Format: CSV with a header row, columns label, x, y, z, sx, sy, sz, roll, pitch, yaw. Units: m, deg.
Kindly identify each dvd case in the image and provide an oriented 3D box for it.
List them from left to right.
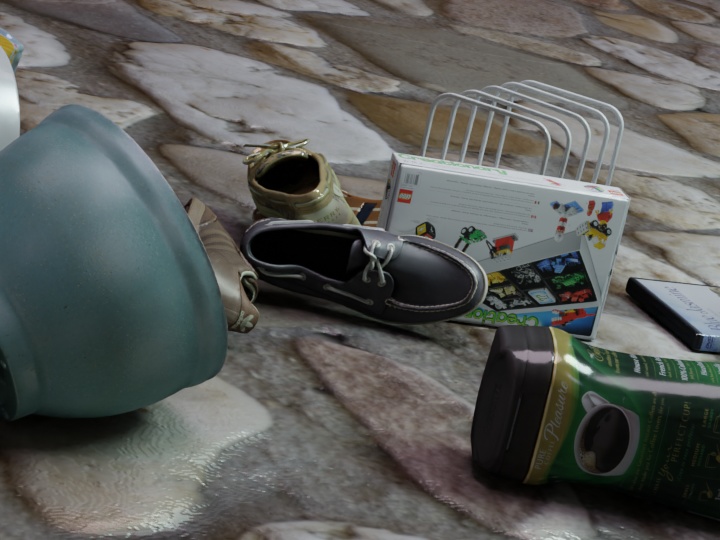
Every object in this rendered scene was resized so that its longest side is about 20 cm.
label,x,y,z,sx,sy,sz,roll,pitch,yaw
dvd case,0.352,0.045,1.869,0.199,0.018,0.143,5,19,-21

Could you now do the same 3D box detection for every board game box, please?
label,x,y,z,sx,sy,sz,roll,pitch,yaw
board game box,0.110,-0.019,1.715,0.199,0.127,0.035,9,17,-14

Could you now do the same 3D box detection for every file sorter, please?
label,x,y,z,sx,sy,sz,roll,pitch,yaw
file sorter,0.156,-0.108,2.045,0.138,0.125,0.200,21,18,25

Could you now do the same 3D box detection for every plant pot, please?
label,x,y,z,sx,sy,sz,roll,pitch,yaw
plant pot,-0.197,0.013,1.330,0.134,0.201,0.200,-30,38,-26

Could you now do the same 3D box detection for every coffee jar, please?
label,x,y,z,sx,sy,sz,roll,pitch,yaw
coffee jar,0.177,0.101,1.411,0.199,0.105,0.085,12,18,-5

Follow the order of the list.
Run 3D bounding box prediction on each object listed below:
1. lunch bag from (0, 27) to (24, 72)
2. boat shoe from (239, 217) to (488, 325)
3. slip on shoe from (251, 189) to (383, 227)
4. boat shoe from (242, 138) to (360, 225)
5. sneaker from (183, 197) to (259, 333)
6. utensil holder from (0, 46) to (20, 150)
label,x,y,z,sx,sy,sz,roll,pitch,yaw
lunch bag,-0.435,-0.189,1.891,0.200,0.127,0.169,33,27,27
boat shoe,0.000,0.000,1.648,0.199,0.073,0.063,12,0,7
slip on shoe,-0.004,-0.029,1.795,0.199,0.061,0.076,2,39,30
boat shoe,-0.053,-0.076,1.773,0.073,0.063,0.200,-30,29,-9
sneaker,-0.118,0.005,1.617,0.075,0.071,0.200,32,13,-12
utensil holder,-0.382,-0.112,1.599,0.199,0.171,0.170,2,19,-35
